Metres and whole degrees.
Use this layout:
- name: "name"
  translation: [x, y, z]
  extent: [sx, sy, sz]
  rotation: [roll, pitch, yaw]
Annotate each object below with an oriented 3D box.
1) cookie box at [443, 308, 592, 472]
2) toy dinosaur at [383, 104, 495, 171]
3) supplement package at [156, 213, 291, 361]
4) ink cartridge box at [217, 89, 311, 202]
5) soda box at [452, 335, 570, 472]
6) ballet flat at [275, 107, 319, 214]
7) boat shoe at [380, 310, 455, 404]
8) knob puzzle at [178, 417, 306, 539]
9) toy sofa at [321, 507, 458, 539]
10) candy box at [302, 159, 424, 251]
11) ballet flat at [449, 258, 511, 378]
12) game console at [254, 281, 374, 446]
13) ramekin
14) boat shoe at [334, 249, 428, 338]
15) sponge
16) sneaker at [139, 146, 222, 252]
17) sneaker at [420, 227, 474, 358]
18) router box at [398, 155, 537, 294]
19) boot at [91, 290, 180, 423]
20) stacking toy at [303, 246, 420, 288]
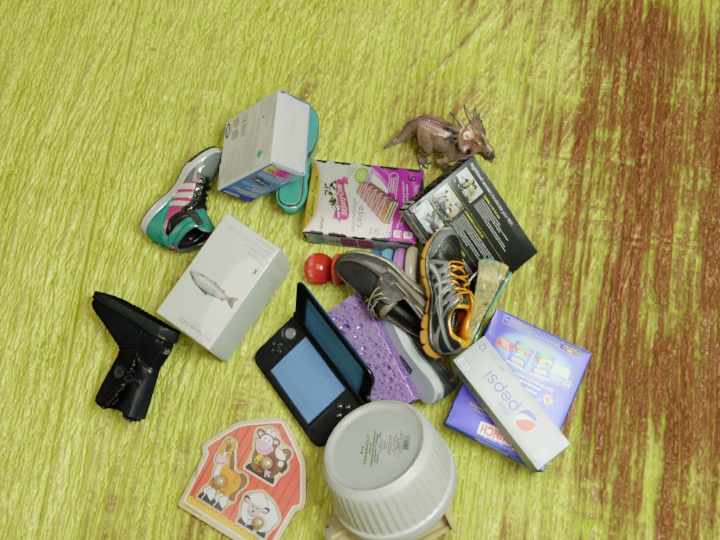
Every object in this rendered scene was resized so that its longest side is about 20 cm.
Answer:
- name: "cookie box"
  translation: [0.247, 0.191, 1.263]
  extent: [0.169, 0.075, 0.202]
  rotation: [25, 77, 11]
- name: "toy dinosaur"
  translation: [0.140, -0.233, 1.363]
  extent: [0.197, 0.136, 0.087]
  rotation: [12, 75, 9]
- name: "supplement package"
  translation: [-0.223, 0.031, 1.325]
  extent: [0.116, 0.117, 0.201]
  rotation: [31, 79, 12]
- name: "ink cartridge box"
  translation: [-0.176, -0.206, 1.363]
  extent: [0.198, 0.076, 0.139]
  rotation: [-15, 64, 45]
- name: "soda box"
  translation: [0.221, 0.200, 1.187]
  extent: [0.063, 0.068, 0.201]
  rotation: [-36, 74, -6]
- name: "ballet flat"
  translation: [-0.115, -0.191, 1.405]
  extent: [0.066, 0.071, 0.203]
  rotation: [10, 72, -4]
- name: "boat shoe"
  translation: [0.082, 0.130, 1.306]
  extent: [0.056, 0.069, 0.201]
  rotation: [-16, 61, -37]
- name: "knob puzzle"
  translation: [-0.174, 0.329, 1.281]
  extent: [0.215, 0.031, 0.224]
  rotation: [-1, 73, 4]
- name: "toy sofa"
  translation: [0.044, 0.395, 1.227]
  extent: [0.198, 0.098, 0.084]
  rotation: [-28, 98, -4]
- name: "candy box"
  translation: [0.007, -0.111, 1.377]
  extent: [0.196, 0.061, 0.139]
  rotation: [5, 74, 7]
- name: "ballet flat"
  translation: [0.175, 0.073, 1.276]
  extent: [0.070, 0.071, 0.203]
  rotation: [26, 103, 12]
- name: "game console"
  translation: [-0.079, 0.151, 1.254]
  extent: [0.170, 0.118, 0.201]
  rotation: [-43, 69, 7]
- name: "ramekin"
  translation: [0.036, 0.287, 1.175]
  extent: [0.197, 0.106, 0.202]
  rotation: [-16, 38, 12]
- name: "boat shoe"
  translation: [0.045, 0.038, 1.262]
  extent: [0.198, 0.075, 0.074]
  rotation: [29, 38, -3]
- name: "sponge"
  translation: [0.006, 0.148, 1.298]
  extent: [0.111, 0.030, 0.202]
  rotation: [-33, 73, 20]
- name: "sneaker"
  translation: [-0.282, -0.111, 1.387]
  extent: [0.120, 0.084, 0.201]
  rotation: [39, 88, 19]
- name: "sneaker"
  translation: [0.142, 0.034, 1.228]
  extent: [0.077, 0.077, 0.204]
  rotation: [5, 83, -38]
- name: "router box"
  translation: [0.179, -0.064, 1.313]
  extent: [0.148, 0.051, 0.201]
  rotation: [-37, 102, -7]
- name: "boot"
  translation: [-0.406, 0.142, 1.327]
  extent: [0.198, 0.076, 0.170]
  rotation: [25, 88, 27]
- name: "stacking toy"
  translation: [0.000, 0.000, 1.339]
  extent: [0.196, 0.085, 0.087]
  rotation: [2, 74, 9]
